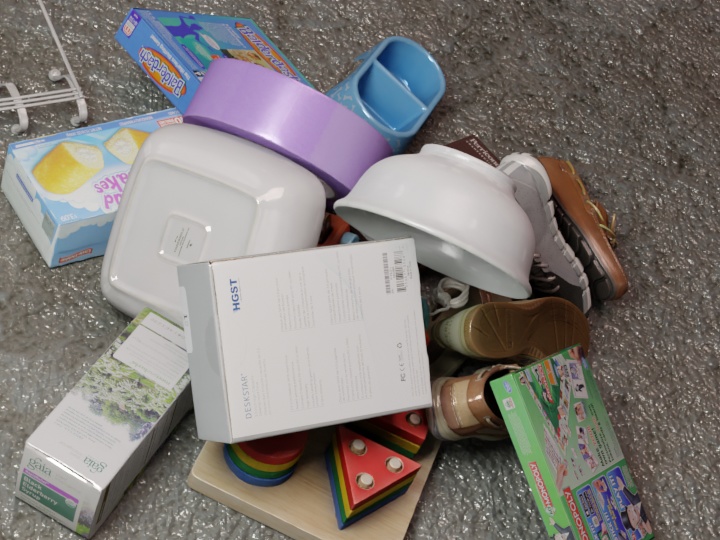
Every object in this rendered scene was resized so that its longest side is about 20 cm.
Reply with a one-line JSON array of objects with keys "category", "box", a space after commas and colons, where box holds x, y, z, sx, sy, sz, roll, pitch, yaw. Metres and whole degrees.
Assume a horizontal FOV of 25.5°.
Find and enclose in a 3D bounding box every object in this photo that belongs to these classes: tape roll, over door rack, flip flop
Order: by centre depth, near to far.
[{"category": "tape roll", "box": [-0.071, -0.130, 1.556, 0.200, 0.200, 0.066, 27, 81, 2]}, {"category": "flip flop", "box": [0.101, 0.044, 1.632, 0.081, 0.058, 0.200, 35, 46, 10]}, {"category": "over door rack", "box": [-0.382, -0.231, 1.659, 0.148, 0.067, 0.200, -12, 77, -31]}]

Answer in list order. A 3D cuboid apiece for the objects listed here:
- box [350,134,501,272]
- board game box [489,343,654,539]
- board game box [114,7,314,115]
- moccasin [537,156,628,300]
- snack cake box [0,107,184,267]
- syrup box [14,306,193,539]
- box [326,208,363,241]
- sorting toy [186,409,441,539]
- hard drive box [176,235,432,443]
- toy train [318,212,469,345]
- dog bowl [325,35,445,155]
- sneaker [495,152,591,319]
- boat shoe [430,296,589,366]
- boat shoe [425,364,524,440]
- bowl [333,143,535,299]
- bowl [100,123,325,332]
[{"category": "box", "box": [0.083, -0.069, 1.689, 0.100, 0.075, 0.200, 47, 36, 15]}, {"category": "board game box", "box": [0.200, 0.178, 1.487, 0.135, 0.029, 0.200, -16, 85, -52]}, {"category": "board game box", "box": [-0.148, -0.216, 1.725, 0.152, 0.045, 0.200, 48, 29, 22]}, {"category": "moccasin", "box": [0.249, -0.049, 1.774, 0.078, 0.074, 0.201, -9, 44, -19]}, {"category": "snack cake box", "box": [-0.243, -0.085, 1.597, 0.200, 0.067, 0.115, -17, 57, -34]}, {"category": "syrup box", "box": [-0.214, 0.132, 1.404, 0.079, 0.081, 0.200, 29, 46, 7]}, {"category": "box", "box": [-0.056, -0.051, 1.667, 0.143, 0.036, 0.200, -6, 54, -27]}, {"category": "sorting toy", "box": [-0.027, 0.152, 1.472, 0.200, 0.070, 0.199, 26, 45, 0]}, {"category": "hard drive box", "box": [-0.047, 0.058, 1.393, 0.200, 0.077, 0.156, -7, 91, -28]}, {"category": "toy train", "box": [0.000, 0.000, 1.551, 0.200, 0.056, 0.150, 23, 52, 23]}, {"category": "dog bowl", "box": [0.033, -0.197, 1.798, 0.111, 0.050, 0.200, 42, 39, -6]}, {"category": "sneaker", "box": [0.162, -0.013, 1.650, 0.115, 0.075, 0.200, -31, 103, -42]}, {"category": "boat shoe", "box": [0.157, 0.061, 1.607, 0.200, 0.063, 0.073, 11, 79, -44]}, {"category": "boat shoe", "box": [0.137, 0.125, 1.524, 0.200, 0.072, 0.076, -9, 83, -58]}, {"category": "bowl", "box": [0.082, -0.056, 1.463, 0.201, 0.201, 0.090, 24, 83, -1]}, {"category": "bowl", "box": [-0.147, -0.028, 1.472, 0.200, 0.200, 0.075, 22, 7, 20]}]
